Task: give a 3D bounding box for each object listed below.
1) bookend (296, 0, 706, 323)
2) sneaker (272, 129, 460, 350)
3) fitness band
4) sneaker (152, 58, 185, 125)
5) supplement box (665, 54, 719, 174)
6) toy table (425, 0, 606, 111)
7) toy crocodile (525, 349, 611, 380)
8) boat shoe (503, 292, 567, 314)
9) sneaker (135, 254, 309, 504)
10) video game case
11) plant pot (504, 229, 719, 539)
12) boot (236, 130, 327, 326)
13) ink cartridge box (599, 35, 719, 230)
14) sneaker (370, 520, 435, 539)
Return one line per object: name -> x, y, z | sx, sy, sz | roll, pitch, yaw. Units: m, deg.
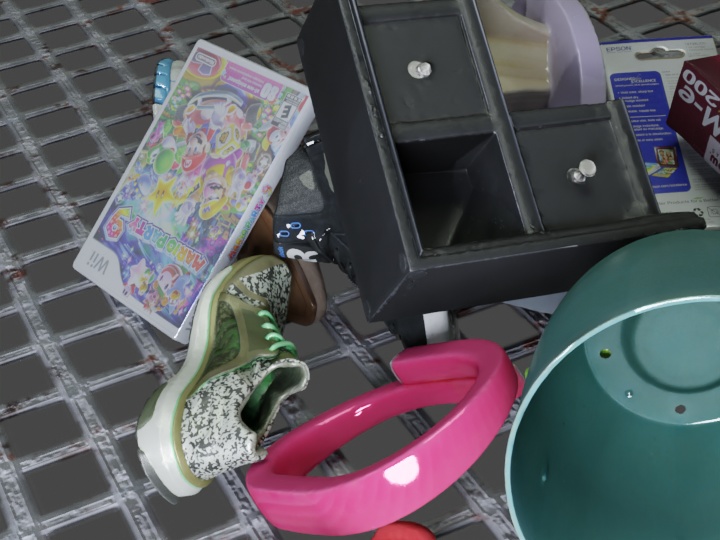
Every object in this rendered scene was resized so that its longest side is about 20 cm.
bookend -> 0.083, -0.086, 0.915 | 0.199, 0.092, 0.200 | -7, 71, -20
sneaker -> 0.000, 0.000, 0.969 | 0.111, 0.073, 0.201 | -12, 73, 8
fitness band -> 0.012, 0.093, 0.821 | 0.143, 0.038, 0.200 | -37, 11, -27
sneaker -> -0.133, -0.111, 1.224 | 0.086, 0.075, 0.200 | -3, 41, -7
supplement box -> 0.338, -0.117, 1.058 | 0.199, 0.061, 0.109 | -13, 44, -22
toy table -> 0.096, -0.148, 1.086 | 0.117, 0.185, 0.200 | 4, 19, -13
toy crocodile -> 0.175, 0.043, 0.930 | 0.200, 0.068, 0.062 | -27, 31, -31
boat shoe -> 0.101, -0.016, 1.026 | 0.198, 0.074, 0.068 | -1, 47, 26
sneaker -> -0.064, 0.064, 0.922 | 0.088, 0.077, 0.200 | -7, 38, 25
video game case -> -0.122, -0.062, 1.066 | 0.143, 0.018, 0.201 | 29, 90, 42
plant pot -> 0.181, 0.069, 0.780 | 0.200, 0.201, 0.161 | 0, 25, 9
boot -> -0.035, -0.045, 1.103 | 0.146, 0.070, 0.200 | -12, 51, -37
ink cartridge box -> 0.240, -0.097, 1.102 | 0.094, 0.037, 0.201 | -4, 54, -1
sneaker -> -0.032, 0.191, 0.723 | 0.077, 0.085, 0.200 | 21, 42, 37
